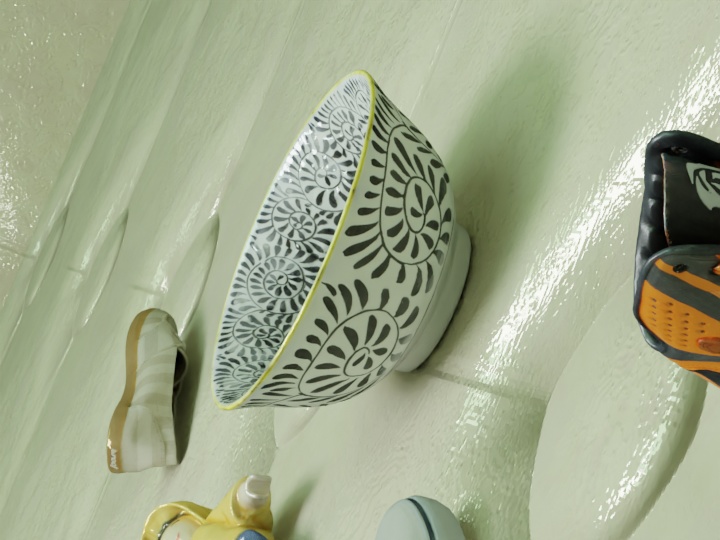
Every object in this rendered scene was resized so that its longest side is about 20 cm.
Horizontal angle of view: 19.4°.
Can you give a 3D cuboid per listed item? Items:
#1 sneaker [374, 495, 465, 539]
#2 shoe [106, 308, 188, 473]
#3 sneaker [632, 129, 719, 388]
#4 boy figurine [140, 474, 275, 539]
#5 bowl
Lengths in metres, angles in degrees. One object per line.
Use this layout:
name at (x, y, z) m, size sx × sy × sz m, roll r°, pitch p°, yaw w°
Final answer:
sneaker at (0.004, 0.177, 0.941) m, size 0.073 × 0.071 × 0.200 m, roll -54°, pitch 20°, yaw 40°
shoe at (-0.161, 0.096, 1.685) m, size 0.200 × 0.053 × 0.070 m, roll -84°, pitch -10°, yaw -58°
sneaker at (0.150, -0.015, 0.641) m, size 0.200 × 0.112 × 0.078 m, roll -50°, pitch 23°, yaw 47°
boy figurine at (-0.084, 0.176, 1.264) m, size 0.125 × 0.064 × 0.200 m, roll -69°, pitch 18°, yaw 2°
bowl at (0.000, 0.000, 1.169) m, size 0.201 × 0.094 × 0.201 m, roll -58°, pitch 17°, yaw 29°
